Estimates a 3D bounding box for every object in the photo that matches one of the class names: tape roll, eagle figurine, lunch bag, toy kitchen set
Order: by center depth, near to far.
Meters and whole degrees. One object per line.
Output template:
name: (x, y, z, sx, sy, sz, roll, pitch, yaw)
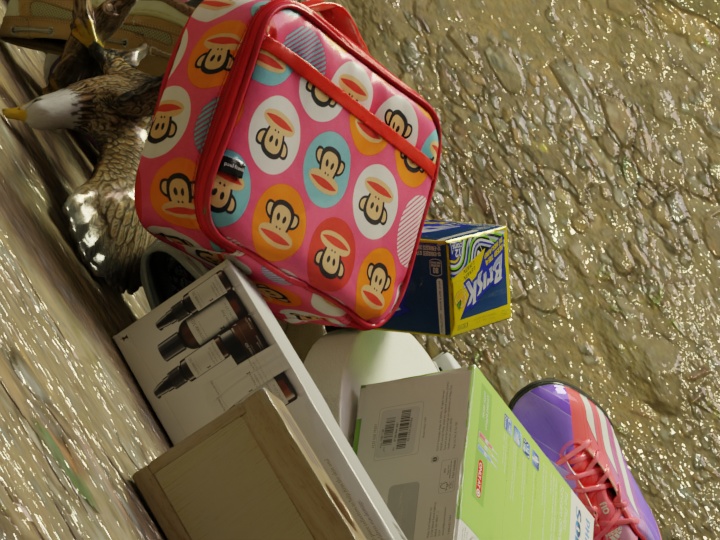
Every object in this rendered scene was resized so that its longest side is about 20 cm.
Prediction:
toy kitchen set: (0.022, 0.149, 1.330, 0.181, 0.163, 0.200, 57, 3, 18)
lunch bag: (-0.036, -0.072, 1.534, 0.082, 0.177, 0.200, 6, -18, 38)
eagle figurine: (-0.145, -0.092, 1.614, 0.200, 0.151, 0.152, 44, -18, 50)
tape roll: (0.017, 0.133, 1.718, 0.203, 0.037, 0.203, 42, 41, -52)

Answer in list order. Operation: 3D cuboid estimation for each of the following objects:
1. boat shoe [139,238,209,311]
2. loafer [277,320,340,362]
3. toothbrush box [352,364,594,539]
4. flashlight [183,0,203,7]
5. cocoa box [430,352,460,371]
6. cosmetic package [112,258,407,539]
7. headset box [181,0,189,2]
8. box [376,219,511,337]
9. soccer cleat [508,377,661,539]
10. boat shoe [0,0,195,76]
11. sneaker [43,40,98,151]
boat shoe: (-0.079, 0.068, 1.572, 0.071, 0.070, 0.201, -26, 91, -60)
loafer: (-0.017, 0.019, 1.889, 0.076, 0.067, 0.201, 39, 59, -56)
toothbrush box: (0.071, 0.177, 1.664, 0.200, 0.086, 0.146, 50, 38, -44)
flashlight: (-0.132, -0.159, 1.902, 0.068, 0.200, 0.068, 32, 61, -33)
cocoa box: (0.073, 0.190, 1.903, 0.131, 0.133, 0.200, 53, 5, -47)
cosmetic package: (-0.054, 0.098, 1.439, 0.200, 0.082, 0.051, 57, 6, 26)
headset box: (-0.203, -0.220, 2.053, 0.149, 0.075, 0.200, 37, -9, 38)
box: (0.000, 0.000, 1.713, 0.070, 0.200, 0.065, -15, 105, -48)
soccer cleat: (0.169, 0.160, 1.877, 0.200, 0.068, 0.073, 59, 6, -33)
boat shoe: (-0.154, -0.146, 1.761, 0.199, 0.076, 0.072, 20, -15, 26)
sneaker: (-0.150, -0.082, 1.856, 0.201, 0.073, 0.114, 53, 8, -49)
